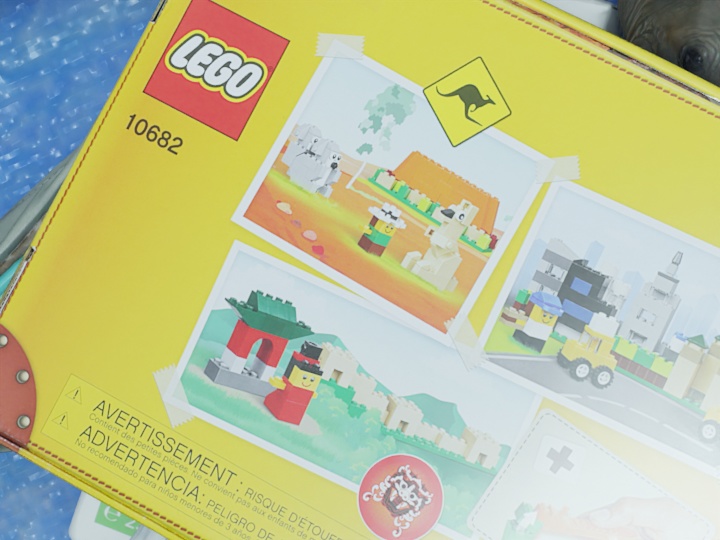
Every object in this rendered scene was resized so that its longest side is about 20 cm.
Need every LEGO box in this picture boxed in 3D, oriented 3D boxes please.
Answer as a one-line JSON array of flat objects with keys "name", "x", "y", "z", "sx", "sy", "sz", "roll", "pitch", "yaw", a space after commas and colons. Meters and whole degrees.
[{"name": "LEGO box", "x": 0.027, "y": 0.016, "z": 0.681, "sx": 0.199, "sy": 0.077, "sz": 0.149, "roll": 28, "pitch": 89, "yaw": 15}]

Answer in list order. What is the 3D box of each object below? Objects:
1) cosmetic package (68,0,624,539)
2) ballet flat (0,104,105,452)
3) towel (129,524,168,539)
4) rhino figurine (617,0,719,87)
[{"name": "cosmetic package", "x": 0.000, "y": 0.000, "z": 0.859, "sx": 0.107, "sy": 0.085, "sz": 0.201, "roll": 19, "pitch": 97, "yaw": 10}, {"name": "ballet flat", "x": -0.048, "y": -0.029, "z": 0.793, "sx": 0.200, "sy": 0.064, "sz": 0.067, "roll": -40, "pitch": 108, "yaw": 15}, {"name": "towel", "x": 0.026, "y": 0.072, "z": 0.757, "sx": 0.149, "sy": 0.031, "sz": 0.200, "roll": 36, "pitch": 66, "yaw": -3}, {"name": "rhino figurine", "x": 0.110, "y": -0.100, "z": 0.787, "sx": 0.087, "sy": 0.060, "sz": 0.201, "roll": -8, "pitch": 53, "yaw": 40}]
